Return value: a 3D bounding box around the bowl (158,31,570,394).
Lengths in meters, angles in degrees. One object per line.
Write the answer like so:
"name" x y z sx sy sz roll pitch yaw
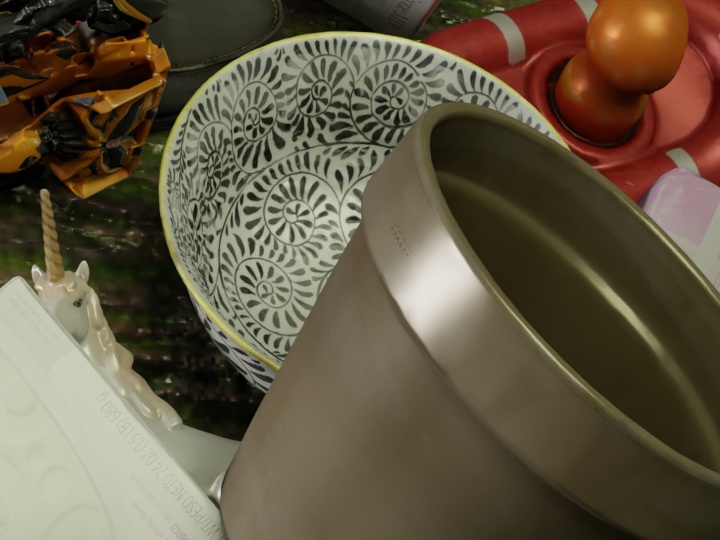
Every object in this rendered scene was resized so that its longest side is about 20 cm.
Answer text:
"bowl" 0.000 0.000 1.318 0.199 0.094 0.202 8 54 -11

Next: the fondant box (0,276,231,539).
"fondant box" -0.163 0.122 1.141 0.200 0.058 0.144 -42 95 -20

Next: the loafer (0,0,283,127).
"loafer" -0.115 -0.108 1.354 0.199 0.072 0.073 -17 67 -33

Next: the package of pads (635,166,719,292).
"package of pads" 0.113 0.058 1.325 0.075 0.121 0.200 32 51 -3

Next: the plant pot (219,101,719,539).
"plant pot" 0.042 0.064 1.147 0.200 0.174 0.200 38 22 -18

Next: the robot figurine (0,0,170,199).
"robot figurine" -0.167 -0.060 1.257 0.199 0.145 0.058 -17 64 -26

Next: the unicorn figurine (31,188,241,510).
"unicorn figurine" -0.092 0.084 1.252 0.200 0.074 0.138 34 49 -23

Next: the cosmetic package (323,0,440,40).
"cosmetic package" -0.037 -0.197 1.422 0.199 0.102 0.074 32 73 -3

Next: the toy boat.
"toy boat" 0.119 -0.089 1.415 0.199 0.131 0.131 -19 69 -33
